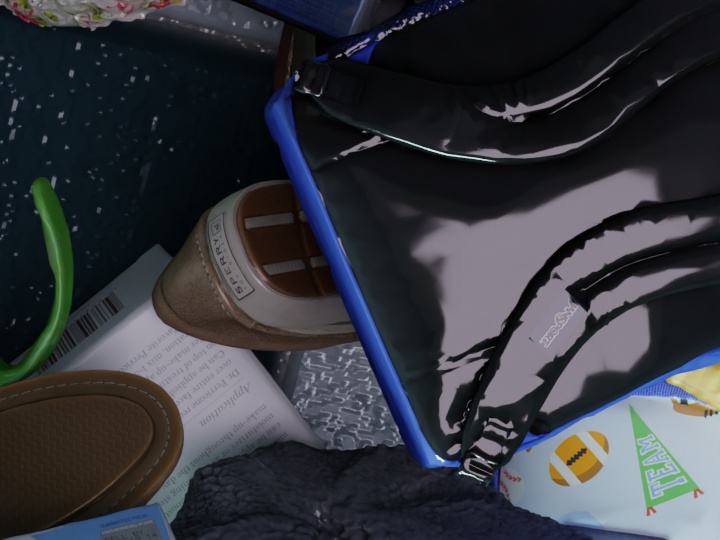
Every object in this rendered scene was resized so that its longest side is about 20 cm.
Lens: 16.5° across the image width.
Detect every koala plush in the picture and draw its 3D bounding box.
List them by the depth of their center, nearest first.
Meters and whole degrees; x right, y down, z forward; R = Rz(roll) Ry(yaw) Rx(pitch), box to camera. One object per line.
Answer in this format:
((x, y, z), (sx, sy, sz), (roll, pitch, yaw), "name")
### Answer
((-0.003, 0.187, 0.967), (0.177, 0.184, 0.200), (-18, 124, -29), "koala plush")

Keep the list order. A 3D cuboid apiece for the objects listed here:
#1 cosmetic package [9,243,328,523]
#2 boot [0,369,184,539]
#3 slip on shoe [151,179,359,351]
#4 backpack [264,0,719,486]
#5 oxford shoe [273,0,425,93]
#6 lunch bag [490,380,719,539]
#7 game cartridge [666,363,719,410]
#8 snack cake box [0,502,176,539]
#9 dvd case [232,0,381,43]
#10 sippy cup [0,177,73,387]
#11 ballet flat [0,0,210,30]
((-0.058, 0.100, 1.041), (0.101, 0.071, 0.200), (-38, 107, -5), "cosmetic package")
((-0.135, 0.121, 0.961), (0.200, 0.074, 0.155), (-31, 151, 4), "boot")
((0.000, 0.000, 1.012), (0.200, 0.061, 0.076), (-8, 69, -51), "slip on shoe")
((0.081, -0.039, 0.899), (0.200, 0.168, 0.163), (-24, 95, -4), "backpack")
((0.007, -0.141, 1.006), (0.070, 0.075, 0.201), (-1, 102, -13), "oxford shoe")
((0.144, 0.118, 1.059), (0.200, 0.124, 0.170), (1, 98, -21), "lunch bag")
((0.235, 0.036, 1.024), (0.200, 0.176, 0.032), (30, 133, 10), "game cartridge")
((-0.130, 0.175, 0.905), (0.115, 0.067, 0.200), (-12, 147, -26), "snack cake box")
((-0.024, -0.204, 0.974), (0.142, 0.018, 0.200), (25, 96, 21), "dvd case")
((-0.212, -0.002, 0.960), (0.177, 0.140, 0.131), (-9, 93, -32), "sippy cup")
((-0.063, -0.137, 0.942), (0.200, 0.064, 0.076), (-8, 78, 22), "ballet flat")
